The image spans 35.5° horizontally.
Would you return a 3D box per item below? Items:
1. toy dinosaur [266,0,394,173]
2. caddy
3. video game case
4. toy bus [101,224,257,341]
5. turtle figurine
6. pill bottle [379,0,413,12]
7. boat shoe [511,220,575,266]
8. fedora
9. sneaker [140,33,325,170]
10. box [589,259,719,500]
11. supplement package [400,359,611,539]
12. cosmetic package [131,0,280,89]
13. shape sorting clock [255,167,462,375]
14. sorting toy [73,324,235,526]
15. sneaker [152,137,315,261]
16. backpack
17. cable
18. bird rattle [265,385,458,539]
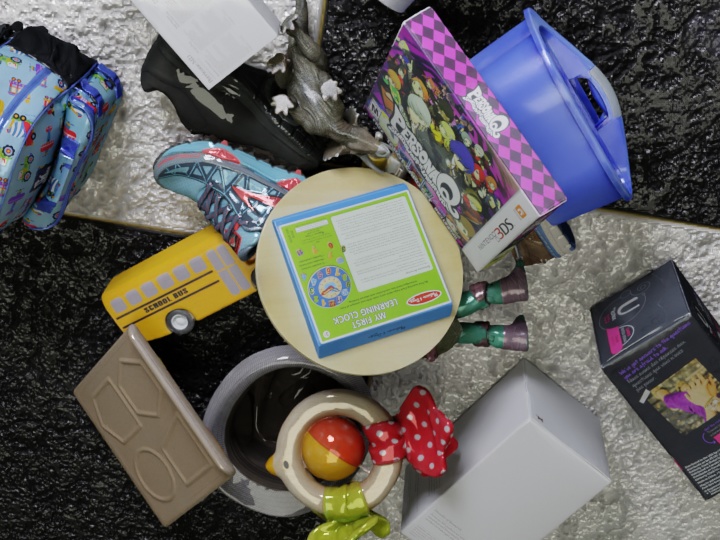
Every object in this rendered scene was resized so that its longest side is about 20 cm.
[{"bbox_3d":[-0.049,-0.176,1.052,0.077,0.102,0.200,-30,76,3],"label":"toy dinosaur"},{"bbox_3d":[0.182,-0.141,1.026,0.105,0.141,0.200,-28,111,18],"label":"caddy"},{"bbox_3d":[0.085,-0.108,1.002,0.036,0.181,0.200,-32,84,-17],"label":"video game case"},{"bbox_3d":[-0.162,0.004,1.168,0.200,0.065,0.078,-27,109,17],"label":"toy bus"},{"bbox_3d":[0.068,0.045,1.136,0.200,0.101,0.150,-3,140,3],"label":"turtle figurine"},{"bbox_3d":[0.076,-0.321,0.968,0.104,0.104,0.200,39,113,-14],"label":"pill bottle"},{"bbox_3d":[0.132,-0.081,1.098,0.072,0.072,0.200,-30,110,19],"label":"boat shoe"},{"bbox_3d":[-0.076,0.157,1.220,0.177,0.090,0.200,23,110,-8],"label":"fedora"},{"bbox_3d":[-0.123,-0.159,1.090,0.200,0.076,0.091,38,124,-8],"label":"sneaker"},{"bbox_3d":[0.334,0.112,1.146,0.106,0.122,0.200,-34,108,19],"label":"box"},{"bbox_3d":[0.154,0.220,1.214,0.120,0.121,0.200,38,114,-13],"label":"supplement package"},{"bbox_3d":[-0.163,-0.260,0.964,0.083,0.051,0.200,-34,114,15],"label":"cosmetic package"},{"bbox_3d":[0.000,0.000,1.058,0.200,0.200,0.039,22,159,-6],"label":"shape sorting clock"},{"bbox_3d":[-0.219,0.166,1.199,0.185,0.036,0.200,54,140,6],"label":"sorting toy"},{"bbox_3d":[-0.112,-0.060,1.088,0.200,0.096,0.079,17,154,2],"label":"sneaker"},{"bbox_3d":[-0.324,-0.117,1.047,0.134,0.200,0.183,26,114,-8],"label":"backpack"},{"bbox_3d":[0.017,-0.046,1.151,0.097,0.050,0.200,25,127,-10],"label":"cable"},{"bbox_3d":[-0.004,0.190,1.136,0.163,0.113,0.200,34,105,3],"label":"bird rattle"}]
